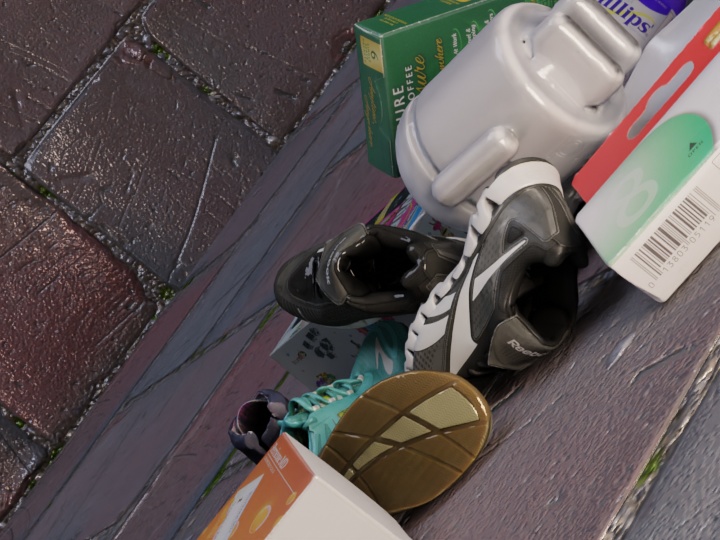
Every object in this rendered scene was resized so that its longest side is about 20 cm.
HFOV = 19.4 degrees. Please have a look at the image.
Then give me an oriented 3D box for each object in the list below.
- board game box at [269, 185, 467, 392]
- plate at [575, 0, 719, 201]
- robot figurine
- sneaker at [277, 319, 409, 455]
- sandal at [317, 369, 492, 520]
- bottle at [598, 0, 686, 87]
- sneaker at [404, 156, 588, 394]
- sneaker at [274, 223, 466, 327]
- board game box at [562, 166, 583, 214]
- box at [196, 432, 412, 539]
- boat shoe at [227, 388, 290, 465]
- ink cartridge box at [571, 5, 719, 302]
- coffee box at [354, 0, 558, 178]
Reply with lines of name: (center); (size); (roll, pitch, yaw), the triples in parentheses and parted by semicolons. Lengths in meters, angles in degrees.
board game box: (0.031, -0.005, 1.595); (0.200, 0.064, 0.148); (-40, 14, 47)
plate: (0.236, -0.144, 1.393); (0.200, 0.032, 0.200); (-42, 13, 43)
robot figurine: (0.100, -0.101, 1.428); (0.200, 0.113, 0.170); (-43, 1, 39)
sneaker: (-0.013, 0.107, 1.435); (0.077, 0.080, 0.200); (-37, 22, 51)
sandal: (0.013, 0.128, 1.328); (0.200, 0.080, 0.054); (-50, -14, 33)
bottle: (0.206, -0.204, 1.618); (0.200, 0.083, 0.065); (-53, -11, -14)
sneaker: (0.085, 0.033, 1.305); (0.091, 0.066, 0.200); (59, 136, 42)
sneaker: (0.000, 0.000, 1.422); (0.200, 0.090, 0.067); (-1, 77, 45)
board game box: (0.113, -0.015, 1.511); (0.200, 0.026, 0.200); (-43, 12, 44)
box: (-0.062, 0.211, 1.226); (0.200, 0.097, 0.124); (-51, 13, -1)
boat shoe: (-0.053, 0.122, 1.566); (0.075, 0.093, 0.200); (-52, 9, -7)
ink cartridge box: (0.186, -0.087, 1.238); (0.161, 0.050, 0.200); (-50, 24, 11)
coffee box: (0.091, -0.161, 1.640); (0.200, 0.123, 0.044); (-23, 33, -25)
